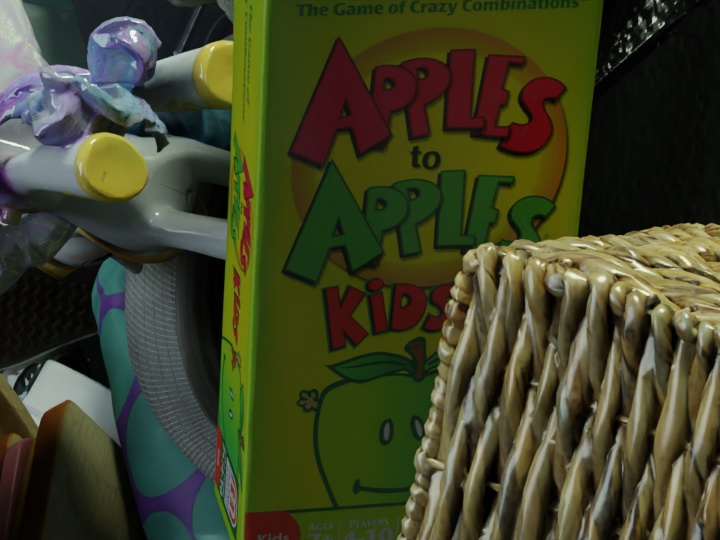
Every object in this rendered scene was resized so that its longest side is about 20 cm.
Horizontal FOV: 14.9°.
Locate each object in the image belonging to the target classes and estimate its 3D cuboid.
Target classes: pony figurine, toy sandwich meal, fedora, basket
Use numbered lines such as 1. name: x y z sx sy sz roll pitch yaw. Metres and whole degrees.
1. pony figurine: -0.110 -0.034 0.931 0.200 0.193 0.167 -5 70 53
2. toy sandwich meal: -0.128 0.102 1.062 0.070 0.205 0.205 -22 56 17
3. fedora: 0.000 0.000 1.003 0.200 0.090 0.177 7 92 58
4. basket: 0.101 0.096 0.806 0.143 0.149 0.200 19 102 31

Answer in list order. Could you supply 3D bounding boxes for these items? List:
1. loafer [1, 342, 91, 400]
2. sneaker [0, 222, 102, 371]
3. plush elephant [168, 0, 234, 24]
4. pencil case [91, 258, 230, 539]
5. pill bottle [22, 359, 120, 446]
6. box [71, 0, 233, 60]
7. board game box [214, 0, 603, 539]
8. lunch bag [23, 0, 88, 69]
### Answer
1. loafer: -0.152 0.124 1.328 0.063 0.072 0.200 37 125 40
2. sneaker: -0.145 -0.009 1.224 0.085 0.200 0.073 -89 -11 -51
3. plush elephant: 0.004 -0.143 0.934 0.165 0.200 0.155 -50 -14 -2
4. pencil case: -0.048 0.065 1.091 0.085 0.092 0.200 71 -179 -51
5. pill bottle: -0.147 0.145 1.207 0.200 0.111 0.111 -63 26 -5
6. box: -0.052 -0.140 1.128 0.122 0.106 0.200 -63 33 34
7. board game box: 0.012 -0.008 0.842 0.048 0.101 0.200 -114 25 -59
8. lunch bag: -0.184 -0.080 1.276 0.122 0.200 0.171 57 135 53
